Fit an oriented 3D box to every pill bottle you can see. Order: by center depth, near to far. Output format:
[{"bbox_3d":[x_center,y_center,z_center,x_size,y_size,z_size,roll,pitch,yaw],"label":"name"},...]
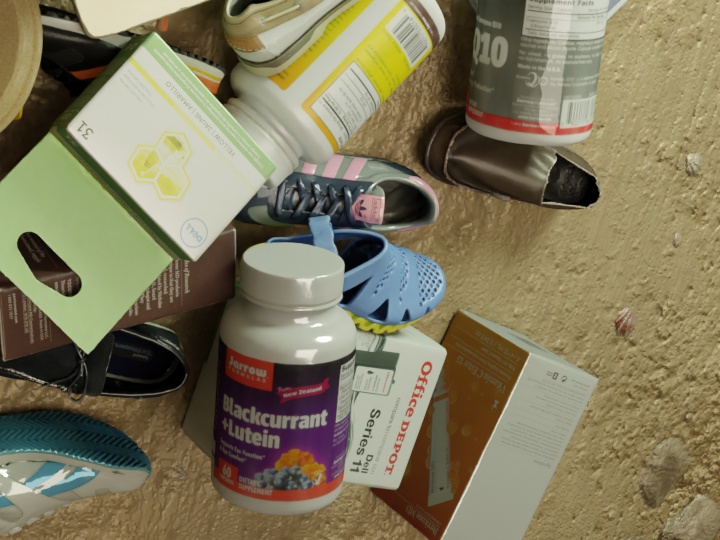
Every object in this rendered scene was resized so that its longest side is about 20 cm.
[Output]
[{"bbox_3d":[-0.061,0.085,1.312,0.111,0.111,0.201,-7,112,-30],"label":"pill bottle"},{"bbox_3d":[-0.031,-0.165,1.340,0.200,0.109,0.109,-47,125,-9],"label":"pill bottle"},{"bbox_3d":[0.156,-0.218,1.410,0.113,0.114,0.201,-6,111,-30],"label":"pill bottle"}]

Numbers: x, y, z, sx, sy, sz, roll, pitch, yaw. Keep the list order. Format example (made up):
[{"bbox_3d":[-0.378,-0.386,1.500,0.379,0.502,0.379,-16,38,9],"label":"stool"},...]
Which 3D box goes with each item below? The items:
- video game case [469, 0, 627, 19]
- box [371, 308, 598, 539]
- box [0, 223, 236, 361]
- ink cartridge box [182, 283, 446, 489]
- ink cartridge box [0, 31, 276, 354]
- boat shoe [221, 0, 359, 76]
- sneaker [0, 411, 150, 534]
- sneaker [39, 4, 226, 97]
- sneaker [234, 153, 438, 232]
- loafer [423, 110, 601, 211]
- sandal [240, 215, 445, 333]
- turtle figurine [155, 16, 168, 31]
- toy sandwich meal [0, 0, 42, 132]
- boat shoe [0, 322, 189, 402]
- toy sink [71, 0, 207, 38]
[{"bbox_3d":[0.181,-0.294,1.478,0.200,0.023,0.182,-45,125,-10],"label":"video game case"},{"bbox_3d":[0.117,0.159,1.549,0.097,0.124,0.201,22,95,-36],"label":"box"},{"bbox_3d":[-0.207,-0.006,1.289,0.199,0.100,0.075,-15,129,-28],"label":"box"},{"bbox_3d":[-0.039,0.107,1.455,0.199,0.083,0.147,12,102,-35],"label":"ink cartridge box"},{"bbox_3d":[-0.177,-0.056,1.211,0.146,0.048,0.200,48,70,-23],"label":"ink cartridge box"},{"bbox_3d":[-0.031,-0.245,1.277,0.200,0.075,0.068,-52,150,-12],"label":"boat shoe"},{"bbox_3d":[-0.272,0.169,1.336,0.199,0.077,0.081,3,115,-27],"label":"sneaker"},{"bbox_3d":[-0.200,-0.145,1.265,0.199,0.070,0.090,13,98,-37],"label":"sneaker"},{"bbox_3d":[-0.022,-0.066,1.400,0.199,0.082,0.071,-4,110,-31],"label":"sneaker"},{"bbox_3d":[0.148,-0.099,1.502,0.199,0.071,0.073,8,104,-34],"label":"loafer"},{"bbox_3d":[0.000,0.000,1.393,0.199,0.080,0.087,6,145,-39],"label":"sandal"},{"bbox_3d":[-0.115,-0.291,1.268,0.161,0.064,0.201,-10,106,-37],"label":"turtle figurine"},{"bbox_3d":[-0.320,-0.163,1.170,0.204,0.070,0.206,-1,99,-5],"label":"toy sandwich meal"},{"bbox_3d":[-0.228,0.067,1.335,0.199,0.062,0.075,11,104,-33],"label":"boat shoe"},{"bbox_3d":[-0.159,-0.268,1.138,0.130,0.112,0.201,-21,110,-12],"label":"toy sink"}]
